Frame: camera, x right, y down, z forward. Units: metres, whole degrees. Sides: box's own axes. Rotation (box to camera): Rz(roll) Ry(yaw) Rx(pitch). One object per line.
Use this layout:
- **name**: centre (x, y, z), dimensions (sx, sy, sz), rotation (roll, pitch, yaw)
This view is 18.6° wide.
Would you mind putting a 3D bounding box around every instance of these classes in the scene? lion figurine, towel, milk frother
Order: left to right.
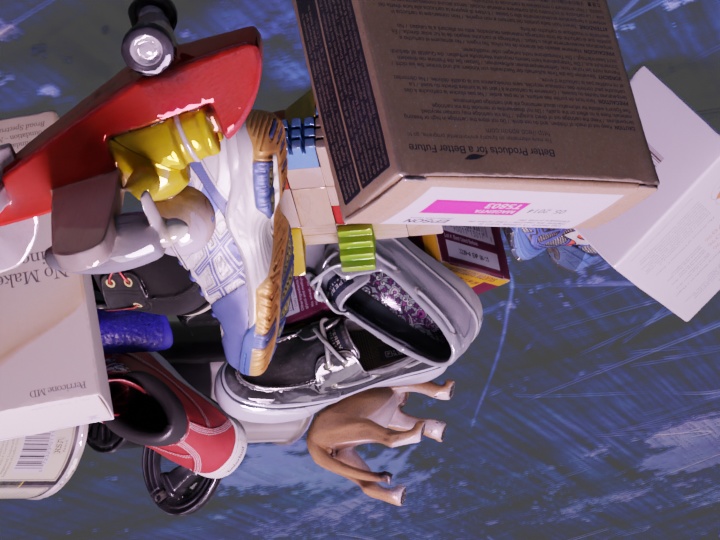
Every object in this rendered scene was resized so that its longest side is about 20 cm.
- **towel**: centre (-0.260, 0.033, 1.686), dimensions (0.199, 0.050, 0.148), rotation (-4, -168, -31)
- **milk frother**: centre (-0.119, 0.122, 1.877), dimensions (0.188, 0.201, 0.180), rotation (1, 154, -35)
- **lion figurine**: centre (0.000, 0.119, 1.761), dimensions (0.122, 0.073, 0.200), rotation (13, -162, 13)

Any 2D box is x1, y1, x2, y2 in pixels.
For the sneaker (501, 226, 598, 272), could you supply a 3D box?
- **sneaker**: centre (0.162, -0.052, 1.765), dimensions (0.078, 0.076, 0.200), rotation (-30, 164, 22)

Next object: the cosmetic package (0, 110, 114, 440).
- **cosmetic package**: centre (-0.231, 0.005, 1.452), dimensions (0.103, 0.201, 0.073), rotation (-12, 162, -3)

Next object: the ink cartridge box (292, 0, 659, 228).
- **ink cartridge box**: centre (0.070, -0.113, 1.355), dimensions (0.199, 0.165, 0.075), rotation (1, 157, -34)

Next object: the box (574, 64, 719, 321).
- **box**: centre (0.232, -0.055, 1.668), dimensions (0.124, 0.098, 0.200), rotation (-47, 154, 7)

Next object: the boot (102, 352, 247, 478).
- **boot**: centre (-0.194, 0.085, 1.692), dimensions (0.200, 0.073, 0.144), rotation (28, 177, 29)

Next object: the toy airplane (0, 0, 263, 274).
- **toy airplane**: centre (-0.151, -0.056, 1.339), dimensions (0.141, 0.200, 0.199), rotation (48, 149, -20)

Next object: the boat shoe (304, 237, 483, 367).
- **boat shoe**: centre (0.000, 0.001, 1.636), dimensions (0.070, 0.201, 0.072), rotation (-55, -179, 33)

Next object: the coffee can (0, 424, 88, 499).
- **coffee can**: centre (-0.342, 0.115, 1.783), dimensions (0.146, 0.147, 0.200), rotation (-28, 158, 39)

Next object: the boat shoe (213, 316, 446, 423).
- **boat shoe**: centre (-0.018, 0.062, 1.716), dimensions (0.199, 0.072, 0.071), rotation (-14, 152, -19)

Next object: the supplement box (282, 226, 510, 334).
- **supplement box**: centre (0.003, -0.004, 1.757), dimensions (0.200, 0.086, 0.110), rotation (-23, 159, 30)

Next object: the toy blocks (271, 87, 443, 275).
- **toy blocks**: centre (-0.023, -0.076, 1.543), dimensions (0.199, 0.100, 0.137), rotation (-4, 149, 6)

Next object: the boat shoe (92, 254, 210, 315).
- **boat shoe**: centre (-0.167, -0.002, 1.600), dimensions (0.063, 0.074, 0.201), rotation (-7, -174, -40)

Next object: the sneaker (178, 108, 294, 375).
- **sneaker**: centre (-0.095, -0.022, 1.495), dimensions (0.088, 0.201, 0.075), rotation (5, -151, 10)
